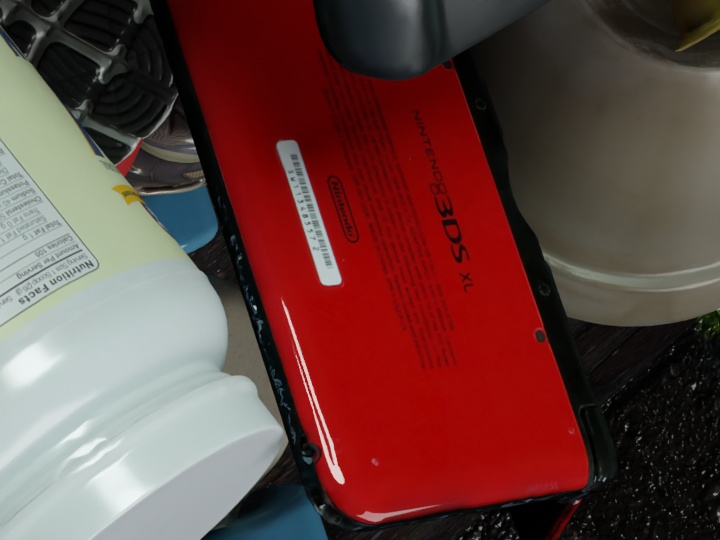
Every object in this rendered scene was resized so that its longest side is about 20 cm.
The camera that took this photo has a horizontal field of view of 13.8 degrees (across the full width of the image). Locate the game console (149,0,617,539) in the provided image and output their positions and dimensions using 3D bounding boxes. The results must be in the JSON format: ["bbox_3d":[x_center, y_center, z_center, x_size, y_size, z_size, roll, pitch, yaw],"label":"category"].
[{"bbox_3d":[0.000,0.000,1.006,0.172,0.200,0.119,-6,161,-39],"label":"game console"}]

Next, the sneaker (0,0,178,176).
[{"bbox_3d":[-0.102,-0.072,1.069,0.200,0.077,0.085,-51,-176,47],"label":"sneaker"}]

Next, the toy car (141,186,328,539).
[{"bbox_3d":[-0.146,0.073,1.295,0.200,0.185,0.177,-11,-168,45],"label":"toy car"}]

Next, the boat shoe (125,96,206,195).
[{"bbox_3d":[-0.043,-0.077,1.212,0.200,0.075,0.073,-14,164,-48],"label":"boat shoe"}]

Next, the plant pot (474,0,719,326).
[{"bbox_3d":[0.130,-0.098,1.326,0.200,0.200,0.174,-35,166,-21],"label":"plant pot"}]

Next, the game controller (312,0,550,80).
[{"bbox_3d":[0.069,-0.128,0.828,0.200,0.042,0.104,-30,150,-19],"label":"game controller"}]

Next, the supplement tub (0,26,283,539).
[{"bbox_3d":[-0.132,0.011,0.911,0.145,0.200,0.145,-38,168,-9],"label":"supplement tub"}]

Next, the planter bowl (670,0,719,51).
[{"bbox_3d":[0.173,-0.169,1.072,0.200,0.084,0.200,-35,-179,1],"label":"planter bowl"}]
